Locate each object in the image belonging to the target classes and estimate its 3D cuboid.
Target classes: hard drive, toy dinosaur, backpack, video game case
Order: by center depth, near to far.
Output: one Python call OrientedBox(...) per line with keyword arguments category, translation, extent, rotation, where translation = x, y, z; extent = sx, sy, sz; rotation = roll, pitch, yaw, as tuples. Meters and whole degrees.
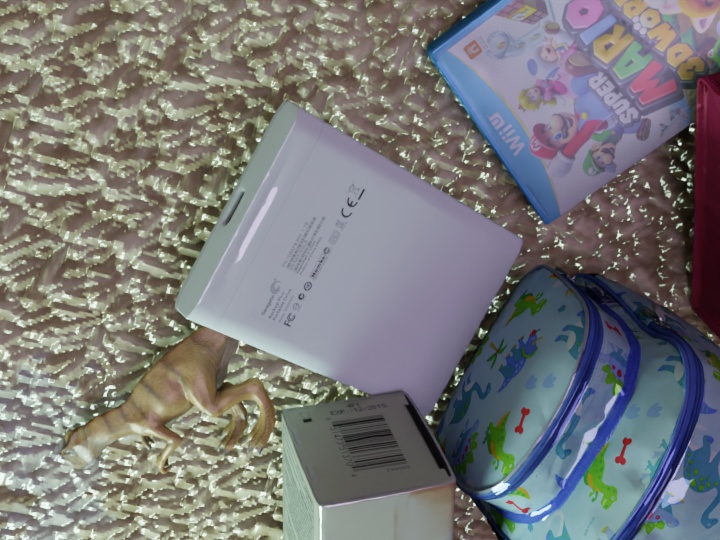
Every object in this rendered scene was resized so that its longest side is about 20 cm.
OrientedBox(category="toy dinosaur", translation=(-0.096, 0.059, 0.738), extent=(0.106, 0.060, 0.200), rotation=(42, 89, -22))
OrientedBox(category="hard drive", translation=(0.000, 0.000, 0.741), extent=(0.199, 0.027, 0.133), rotation=(26, 95, -38))
OrientedBox(category="backpack", translation=(0.144, 0.104, 0.753), extent=(0.146, 0.200, 0.184), rotation=(29, 96, -23))
OrientedBox(category="video game case", translation=(0.160, -0.140, 0.763), extent=(0.199, 0.018, 0.143), rotation=(-35, 114, 9))

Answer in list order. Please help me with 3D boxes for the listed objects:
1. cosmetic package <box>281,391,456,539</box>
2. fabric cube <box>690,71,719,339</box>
OrientedBox(category="cosmetic package", translation=(0.002, 0.190, 0.766), extent=(0.086, 0.104, 0.202), rotation=(-6, 119, -15))
OrientedBox(category="fabric cube", translation=(0.341, -0.028, 0.756), extent=(0.197, 0.197, 0.202), rotation=(-20, 131, -10))
